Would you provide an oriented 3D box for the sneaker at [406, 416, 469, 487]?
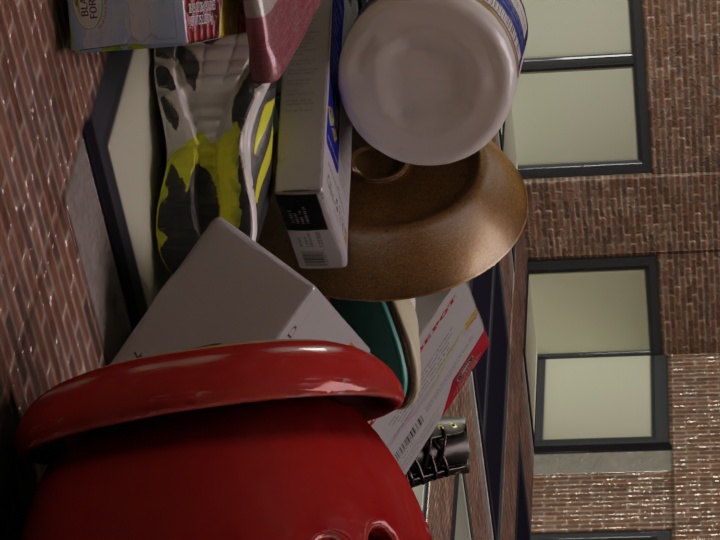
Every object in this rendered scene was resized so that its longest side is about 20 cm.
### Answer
[{"bbox_3d":[0.036,0.155,1.952,0.200,0.105,0.075,-54,141,-77],"label":"sneaker"}]

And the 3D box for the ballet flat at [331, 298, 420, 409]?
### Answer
[{"bbox_3d":[0.000,0.000,1.610,0.201,0.069,0.069,60,5,9],"label":"ballet flat"}]

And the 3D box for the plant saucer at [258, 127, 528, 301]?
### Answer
[{"bbox_3d":[0.011,-0.057,1.515,0.201,0.199,0.036,-82,173,-50],"label":"plant saucer"}]

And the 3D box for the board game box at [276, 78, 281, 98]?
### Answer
[{"bbox_3d":[-0.060,-0.219,1.561,0.148,0.064,0.202,-17,105,-81],"label":"board game box"}]

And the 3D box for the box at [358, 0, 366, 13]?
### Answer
[{"bbox_3d":[0.015,-0.181,1.691,0.160,0.049,0.201,145,-69,-82],"label":"box"}]

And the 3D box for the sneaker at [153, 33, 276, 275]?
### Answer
[{"bbox_3d":[-0.085,-0.084,1.366,0.085,0.074,0.202,71,26,-81],"label":"sneaker"}]

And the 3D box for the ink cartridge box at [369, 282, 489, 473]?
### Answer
[{"bbox_3d":[0.017,0.065,1.728,0.146,0.083,0.200,-56,163,-10],"label":"ink cartridge box"}]

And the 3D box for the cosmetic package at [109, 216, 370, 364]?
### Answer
[{"bbox_3d":[-0.062,0.049,1.295,0.102,0.071,0.200,-55,166,-4],"label":"cosmetic package"}]

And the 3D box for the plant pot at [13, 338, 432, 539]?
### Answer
[{"bbox_3d":[-0.062,0.133,1.027,0.200,0.199,0.184,43,37,-78],"label":"plant pot"}]

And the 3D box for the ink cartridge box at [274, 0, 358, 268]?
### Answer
[{"bbox_3d":[-0.026,-0.110,1.446,0.095,0.037,0.201,72,20,-60],"label":"ink cartridge box"}]

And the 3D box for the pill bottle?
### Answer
[{"bbox_3d":[0.051,-0.145,1.487,0.200,0.110,0.112,-69,155,-71],"label":"pill bottle"}]

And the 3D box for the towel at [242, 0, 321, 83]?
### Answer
[{"bbox_3d":[-0.059,-0.218,1.255,0.144,0.023,0.201,-70,152,-65],"label":"towel"}]

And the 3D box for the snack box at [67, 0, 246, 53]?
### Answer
[{"bbox_3d":[-0.107,-0.204,1.220,0.200,0.067,0.170,-46,132,-80],"label":"snack box"}]

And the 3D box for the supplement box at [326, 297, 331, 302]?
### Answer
[{"bbox_3d":[-0.047,0.108,1.565,0.109,0.060,0.202,-66,151,-71],"label":"supplement box"}]
